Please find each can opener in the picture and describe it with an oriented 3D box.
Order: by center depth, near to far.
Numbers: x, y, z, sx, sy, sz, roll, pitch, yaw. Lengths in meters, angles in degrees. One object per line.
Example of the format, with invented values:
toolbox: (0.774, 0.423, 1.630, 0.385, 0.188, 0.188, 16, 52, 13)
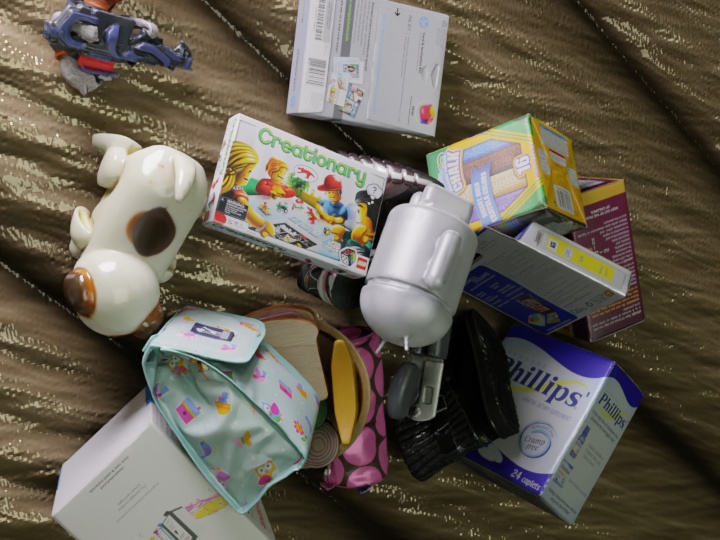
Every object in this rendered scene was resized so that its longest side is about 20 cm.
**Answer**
can opener: (0.083, 0.093, 1.349, 0.066, 0.052, 0.203, 24, 76, -52)

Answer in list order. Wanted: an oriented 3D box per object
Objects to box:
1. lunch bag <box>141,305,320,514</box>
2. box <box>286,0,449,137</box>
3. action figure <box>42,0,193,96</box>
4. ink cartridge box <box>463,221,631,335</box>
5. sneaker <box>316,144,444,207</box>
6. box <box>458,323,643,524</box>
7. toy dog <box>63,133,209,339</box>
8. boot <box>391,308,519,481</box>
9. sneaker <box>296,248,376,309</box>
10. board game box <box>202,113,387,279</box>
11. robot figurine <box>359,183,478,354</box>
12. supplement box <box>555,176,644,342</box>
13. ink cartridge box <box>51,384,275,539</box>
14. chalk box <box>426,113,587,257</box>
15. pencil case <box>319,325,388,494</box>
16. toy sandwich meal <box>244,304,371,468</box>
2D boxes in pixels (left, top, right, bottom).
lunch bag: (-0.145, 0.129, 1.150, 0.122, 0.171, 0.200, -39, 98, 12)
box: (0.011, -0.259, 1.329, 0.198, 0.041, 0.158, 5, 94, -28)
action figure: (-0.270, -0.284, 1.164, 0.199, 0.104, 0.196, 16, 96, -54)
ink cartridge box: (0.207, 0.003, 1.352, 0.198, 0.198, 0.047, 29, 66, -10)
sneaker: (-0.001, -0.083, 1.317, 0.197, 0.076, 0.117, 13, 100, -5)
box: (0.240, 0.198, 1.414, 0.105, 0.183, 0.201, 43, 75, -41)
toy dog: (-0.238, -0.026, 1.142, 0.139, 0.193, 0.202, 30, 75, -40)
boot: (0.116, 0.160, 1.407, 0.157, 0.213, 0.079, -29, 128, 22)
sneaker: (0.000, 0.000, 1.336, 0.199, 0.086, 0.082, 1, 99, -50)
board game box: (-0.070, -0.081, 1.205, 0.198, 0.034, 0.128, 19, 75, -26)
robot figurine: (0.067, 0.003, 1.238, 0.112, 0.170, 0.202, 24, 72, -11)
supplement box: (0.300, -0.020, 1.463, 0.102, 0.131, 0.203, -18, 103, -24)
ink cartridge box: (-0.215, 0.261, 1.175, 0.144, 0.147, 0.200, -42, 106, -3)
chalk box: (0.167, -0.096, 1.355, 0.124, 0.198, 0.126, 15, 64, -52)
pencil case: (-0.014, 0.173, 1.341, 0.093, 0.091, 0.203, -7, 97, -24)
toy sandwich meal: (-0.080, 0.142, 1.266, 0.202, 0.070, 0.208, 1, 96, 6)
